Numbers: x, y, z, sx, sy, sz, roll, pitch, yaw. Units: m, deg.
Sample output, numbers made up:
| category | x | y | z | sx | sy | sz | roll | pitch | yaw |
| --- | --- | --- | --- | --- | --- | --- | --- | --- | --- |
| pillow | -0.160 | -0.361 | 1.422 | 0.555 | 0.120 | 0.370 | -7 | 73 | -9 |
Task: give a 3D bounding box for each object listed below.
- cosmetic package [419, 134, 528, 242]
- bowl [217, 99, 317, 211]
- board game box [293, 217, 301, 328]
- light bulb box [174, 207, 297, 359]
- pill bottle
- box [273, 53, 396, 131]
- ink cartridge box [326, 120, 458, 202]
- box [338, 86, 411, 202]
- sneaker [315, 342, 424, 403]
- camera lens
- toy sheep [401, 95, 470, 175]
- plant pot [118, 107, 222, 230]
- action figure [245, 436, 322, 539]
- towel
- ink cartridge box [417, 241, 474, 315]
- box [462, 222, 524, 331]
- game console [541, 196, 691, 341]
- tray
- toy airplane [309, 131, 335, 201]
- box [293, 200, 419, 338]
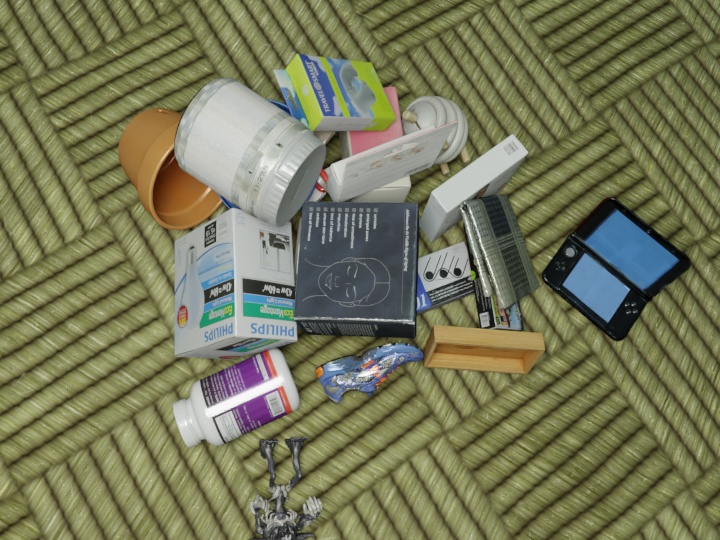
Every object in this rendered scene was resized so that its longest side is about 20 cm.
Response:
| category | x | y | z | sx | sy | sz | roll | pitch | yaw |
| --- | --- | --- | --- | --- | --- | --- | --- | --- | --- |
| cosmetic package | 0.207 | -0.151 | 1.155 | 0.198 | 0.151 | 0.052 | -36 | 80 | -13 |
| bowl | -0.160 | -0.183 | 1.043 | 0.195 | 0.039 | 0.206 | 2 | 99 | 12 |
| board game box | -0.050 | 0.006 | 1.121 | 0.149 | 0.040 | 0.205 | 3 | 74 | 13 |
| light bulb box | -0.212 | 0.032 | 1.023 | 0.123 | 0.196 | 0.205 | 10 | 69 | -43 |
| pill bottle | -0.206 | 0.217 | 1.031 | 0.196 | 0.113 | 0.115 | -22 | 78 | -11 |
| box | -0.039 | -0.298 | 1.041 | 0.197 | 0.047 | 0.124 | -12 | 74 | -43 |
| ink cartridge box | 0.045 | -0.188 | 1.003 | 0.196 | 0.174 | 0.044 | -23 | 78 | -14 |
| box | 0.022 | -0.224 | 1.167 | 0.106 | 0.128 | 0.205 | -5 | 76 | -8 |
| sneaker | 0.021 | 0.179 | 1.094 | 0.195 | 0.075 | 0.080 | -16 | 85 | -2 |
| camera lens | -0.170 | -0.182 | 0.942 | 0.198 | 0.160 | 0.162 | 32 | 74 | 5 |
| toy sheep | 0.141 | -0.265 | 1.173 | 0.135 | 0.198 | 0.142 | -6 | 79 | 32 |
| plant pot | -0.336 | -0.195 | 1.101 | 0.139 | 0.201 | 0.201 | 35 | 73 | 22 |
| action figure | -0.128 | 0.379 | 1.002 | 0.116 | 0.102 | 0.205 | 2 | 73 | -17 |
| towel | 0.256 | -0.037 | 1.127 | 0.191 | 0.034 | 0.204 | -16 | 86 | -54 |
| ink cartridge box | 0.121 | 0.026 | 1.153 | 0.196 | 0.044 | 0.096 | -20 | 76 | -11 |
| box | 0.247 | 0.012 | 1.143 | 0.109 | 0.034 | 0.205 | 9 | 68 | -48 |
| game console | 0.477 | 0.001 | 1.159 | 0.199 | 0.119 | 0.173 | 40 | 74 | 6 |
| tray | 0.217 | 0.142 | 1.101 | 0.195 | 0.100 | 0.038 | 6 | 55 | -4 |
| toy airplane | -0.119 | -0.214 | 1.106 | 0.195 | 0.141 | 0.205 | -2 | 66 | 27 |
| box | 0.000 | 0.000 | 1.023 | 0.191 | 0.124 | 0.205 | 1 | 73 | 8 |
